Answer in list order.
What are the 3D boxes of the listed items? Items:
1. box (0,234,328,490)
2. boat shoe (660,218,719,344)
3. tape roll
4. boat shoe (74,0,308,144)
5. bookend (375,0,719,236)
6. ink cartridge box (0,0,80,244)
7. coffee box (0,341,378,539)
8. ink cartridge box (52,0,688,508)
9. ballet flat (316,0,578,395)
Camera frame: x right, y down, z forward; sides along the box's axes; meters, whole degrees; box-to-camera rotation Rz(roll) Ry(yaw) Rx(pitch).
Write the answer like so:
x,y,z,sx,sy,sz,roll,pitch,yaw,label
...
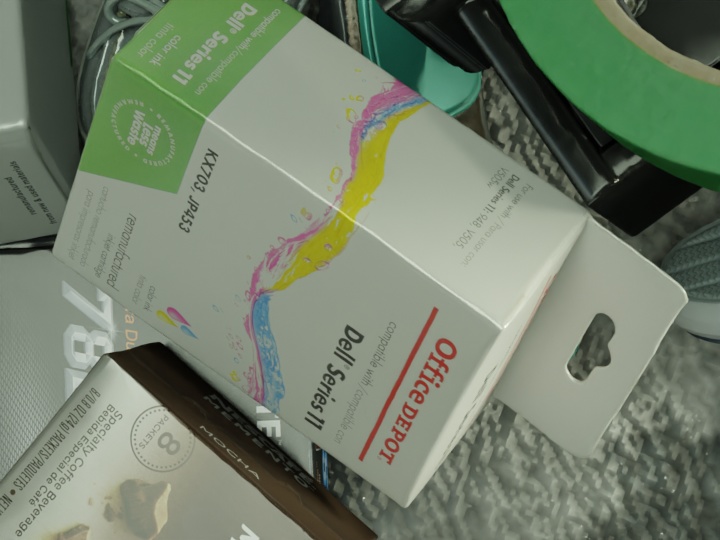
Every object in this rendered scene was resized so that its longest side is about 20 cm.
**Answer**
x,y,z,sx,sy,sz,roll,pitch,yaw,label
-0.111,0.086,1.037,0.197,0.050,0.201,-2,89,8,box
0.209,0.010,0.967,0.199,0.074,0.067,-8,125,17,boat shoe
0.136,-0.122,0.841,0.199,0.048,0.202,-3,82,17,tape roll
-0.044,-0.126,1.021,0.074,0.065,0.202,37,93,6,boat shoe
0.146,-0.065,0.904,0.200,0.092,0.199,-36,73,10,bookend
-0.211,-0.077,1.011,0.199,0.088,0.146,-11,65,5,ink cartridge box
-0.102,0.137,0.971,0.113,0.080,0.200,42,96,6,coffee box
0.000,0.000,0.939,0.200,0.117,0.067,34,51,8,ink cartridge box
0.017,-0.045,1.014,0.073,0.073,0.201,-20,92,6,ballet flat
